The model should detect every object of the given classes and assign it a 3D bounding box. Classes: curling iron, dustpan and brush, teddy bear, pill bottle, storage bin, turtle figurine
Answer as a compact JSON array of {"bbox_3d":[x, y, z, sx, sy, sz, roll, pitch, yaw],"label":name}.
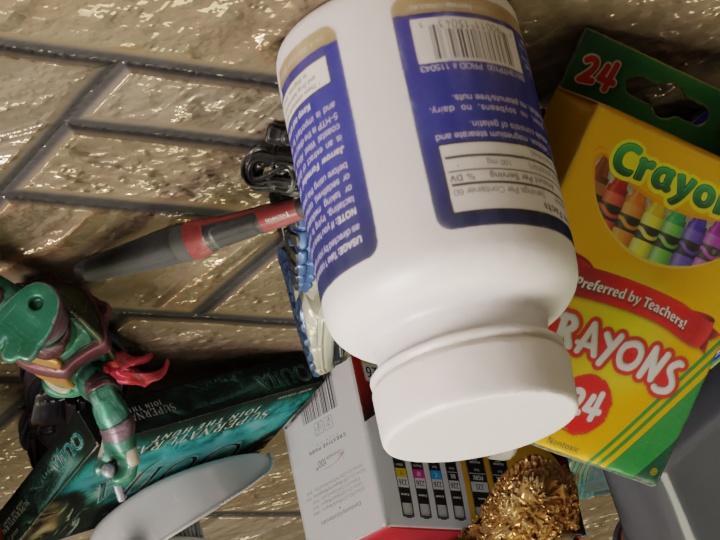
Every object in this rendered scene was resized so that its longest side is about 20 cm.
[{"bbox_3d":[-0.086,-0.026,1.058,0.025,0.050,0.200,11,154,-42],"label":"curling iron"},{"bbox_3d":[-0.138,0.176,1.285,0.139,0.057,0.200,-37,161,17],"label":"dustpan and brush"},{"bbox_3d":[0.081,0.216,1.318,0.200,0.067,0.145,-41,141,0],"label":"teddy bear"},{"bbox_3d":[0.035,-0.021,0.912,0.119,0.201,0.120,-9,158,-4],"label":"pill bottle"},{"bbox_3d":[0.247,0.111,1.349,0.200,0.145,0.135,-37,125,-14],"label":"storage bin"},{"bbox_3d":[-0.184,0.048,1.109,0.149,0.101,0.200,17,158,15],"label":"turtle figurine"}]

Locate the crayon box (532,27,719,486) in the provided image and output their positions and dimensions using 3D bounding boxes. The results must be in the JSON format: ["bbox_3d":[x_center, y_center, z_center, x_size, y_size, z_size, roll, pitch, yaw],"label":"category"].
[{"bbox_3d":[0.129,-0.005,0.995,0.126,0.201,0.051,20,-173,-25],"label":"crayon box"}]

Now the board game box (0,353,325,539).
[{"bbox_3d":[-0.130,0.119,1.296,0.199,0.028,0.135,-13,152,-45],"label":"board game box"}]

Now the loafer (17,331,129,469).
[{"bbox_3d":[-0.183,0.098,1.276,0.071,0.063,0.200,-4,157,-15],"label":"loafer"}]

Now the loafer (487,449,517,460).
[{"bbox_3d":[0.048,0.056,1.198,0.063,0.072,0.200,3,-164,-10],"label":"loafer"}]

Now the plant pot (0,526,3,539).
[{"bbox_3d":[-0.319,0.143,1.170,0.199,0.201,0.176,-20,168,21],"label":"plant pot"}]

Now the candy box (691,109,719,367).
[{"bbox_3d":[0.171,0.012,1.147,0.169,0.077,0.200,-39,161,-6],"label":"candy box"}]

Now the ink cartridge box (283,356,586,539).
[{"bbox_3d":[0.055,0.155,1.383,0.199,0.176,0.084,8,150,-41],"label":"ink cartridge box"}]

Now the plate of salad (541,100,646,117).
[{"bbox_3d":[0.081,-0.024,1.085,0.200,0.048,0.200,-37,160,-16],"label":"plate of salad"}]

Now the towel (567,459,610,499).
[{"bbox_3d":[0.227,0.091,1.431,0.146,0.022,0.201,-4,136,-20],"label":"towel"}]

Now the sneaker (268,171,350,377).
[{"bbox_3d":[0.000,0.000,1.119,0.085,0.077,0.200,-14,159,-6],"label":"sneaker"}]
